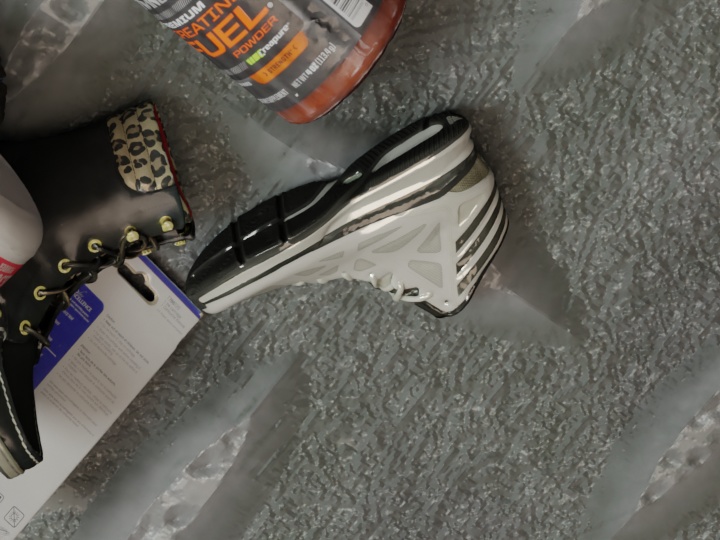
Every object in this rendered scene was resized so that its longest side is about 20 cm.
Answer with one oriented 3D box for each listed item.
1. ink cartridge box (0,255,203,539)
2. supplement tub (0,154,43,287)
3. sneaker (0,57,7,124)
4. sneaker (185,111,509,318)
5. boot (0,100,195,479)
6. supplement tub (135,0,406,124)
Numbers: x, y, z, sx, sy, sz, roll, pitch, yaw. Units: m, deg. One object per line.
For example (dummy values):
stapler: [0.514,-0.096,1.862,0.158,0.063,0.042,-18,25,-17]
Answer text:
ink cartridge box: [-0.196,0.068,1.235,0.200,0.039,0.100,-49,114,-14]
supplement tub: [-0.281,-0.001,1.077,0.200,0.140,0.140,-44,113,3]
sneaker: [-0.285,-0.143,1.141,0.200,0.076,0.078,40,120,-15]
sneaker: [0.000,0.000,1.224,0.200,0.076,0.116,-28,114,7]
boot: [-0.168,0.005,1.168,0.153,0.205,0.074,-16,162,-1]
supplement tub: [-0.078,-0.178,1.113,0.200,0.107,0.107,37,108,-20]
